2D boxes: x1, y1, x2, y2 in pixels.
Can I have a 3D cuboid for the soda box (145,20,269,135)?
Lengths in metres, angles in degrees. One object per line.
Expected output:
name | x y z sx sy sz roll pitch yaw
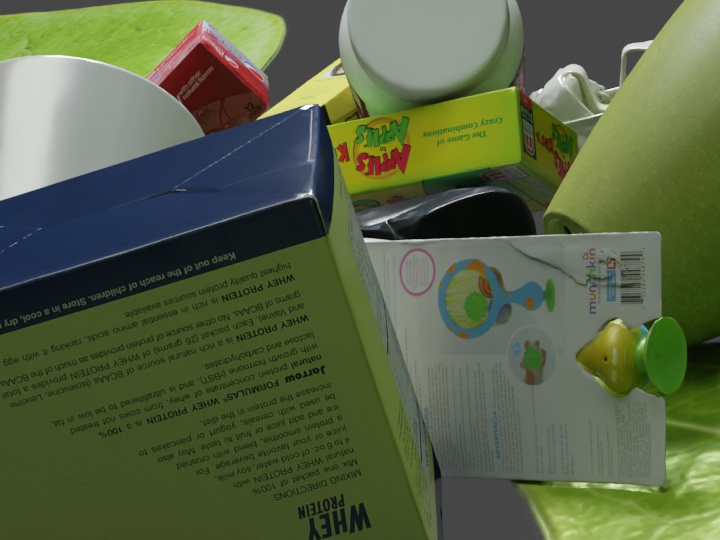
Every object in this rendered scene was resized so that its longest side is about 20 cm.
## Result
soda box | -0.147 -0.066 1.616 0.200 0.063 0.070 -46 14 12

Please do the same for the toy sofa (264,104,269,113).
toy sofa | -0.155 -0.067 1.753 0.199 0.098 0.083 0 2 44

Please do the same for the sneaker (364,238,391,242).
sneaker | -0.042 0.007 1.328 0.199 0.077 0.081 -8 36 25

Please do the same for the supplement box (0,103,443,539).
supplement box | -0.081 0.062 1.128 0.199 0.201 0.134 -17 19 7

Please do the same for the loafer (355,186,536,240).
loafer | 0.000 0.000 1.434 0.199 0.073 0.072 -12 9 -9

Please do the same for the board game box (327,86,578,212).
board game box | 0.023 -0.057 1.510 0.199 0.048 0.101 -10 -16 24

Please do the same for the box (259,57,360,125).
box | -0.008 -0.097 1.685 0.050 0.076 0.200 -2 24 36

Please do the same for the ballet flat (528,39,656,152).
ballet flat | 0.160 -0.106 1.564 0.199 0.070 0.070 -15 20 12

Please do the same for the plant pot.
plant pot | 0.196 -0.053 1.262 0.200 0.188 0.187 -40 24 -13

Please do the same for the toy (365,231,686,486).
toy | 0.073 0.042 1.205 0.199 0.116 0.047 -2 0 44

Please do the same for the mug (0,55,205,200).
mug | -0.168 0.005 1.279 0.186 0.149 0.154 -32 40 37

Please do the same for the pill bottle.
pill bottle | 0.046 -0.135 1.554 0.113 0.115 0.200 -18 -10 1
